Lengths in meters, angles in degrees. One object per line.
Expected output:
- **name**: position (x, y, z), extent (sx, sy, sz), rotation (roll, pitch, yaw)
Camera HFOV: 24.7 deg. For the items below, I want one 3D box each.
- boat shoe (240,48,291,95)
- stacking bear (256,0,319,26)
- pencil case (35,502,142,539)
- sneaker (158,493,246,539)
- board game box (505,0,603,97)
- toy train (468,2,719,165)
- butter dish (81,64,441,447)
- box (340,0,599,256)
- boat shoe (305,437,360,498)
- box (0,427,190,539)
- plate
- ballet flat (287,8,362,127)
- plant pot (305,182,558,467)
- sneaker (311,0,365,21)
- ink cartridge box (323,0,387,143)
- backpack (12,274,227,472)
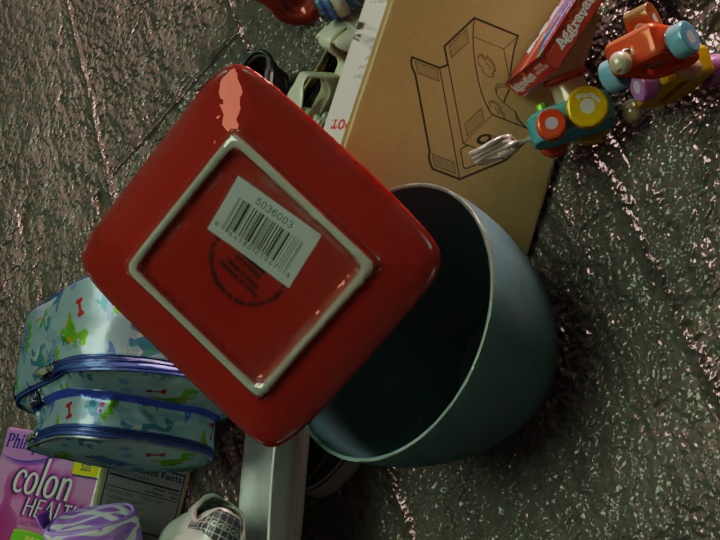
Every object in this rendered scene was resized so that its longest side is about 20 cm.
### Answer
- **boat shoe**: position (-0.125, -0.113, 1.479), extent (0.075, 0.062, 0.200), rotation (19, 63, 35)
- **stacking bear**: position (-0.076, -0.350, 1.552), extent (0.114, 0.121, 0.200), rotation (-48, 32, 41)
- **pencil case**: position (-0.210, 0.294, 1.369), extent (0.085, 0.084, 0.201), rotation (-6, 95, 20)
- **sneaker**: position (-0.124, 0.221, 1.331), extent (0.200, 0.076, 0.081), rotation (-178, 110, -80)
- **board game box**: position (0.176, -0.220, 1.193), extent (0.200, 0.019, 0.103), rotation (-57, 3, -9)
- **toy train**: position (0.167, -0.135, 1.140), extent (0.200, 0.150, 0.056), rotation (-26, 76, 44)
- **butter dish**: position (-0.053, -0.019, 1.141), extent (0.200, 0.148, 0.200), rotation (43, 113, 5)
- **box**: position (0.080, -0.128, 1.232), extent (0.021, 0.163, 0.201), rotation (179, 110, -73)
- **boat shoe**: position (-0.012, 0.088, 1.305), extent (0.200, 0.066, 0.070), rotation (-58, 40, 13)
- **box**: position (-0.262, 0.254, 1.490), extent (0.176, 0.097, 0.201), rotation (1, 73, 49)
- **plate**: position (-0.068, 0.159, 1.294), extent (0.200, 0.032, 0.201), rotation (150, 125, -77)
- **ballet flat**: position (-0.021, -0.174, 1.437), extent (0.071, 0.071, 0.200), rotation (36, 101, 50)
- **plant pot**: position (0.064, 0.054, 1.181), extent (0.200, 0.135, 0.201), rotation (-24, 56, 40)
- **sneaker**: position (0.012, -0.295, 1.450), extent (0.085, 0.077, 0.200), rotation (-9, 46, 20)
- **ink cartridge box**: position (0.061, -0.175, 1.321), extent (0.146, 0.084, 0.201), rotation (11, 83, 57)
- **backpack**: position (-0.178, 0.087, 1.348), extent (0.200, 0.182, 0.147), rotation (-33, 49, 57)
